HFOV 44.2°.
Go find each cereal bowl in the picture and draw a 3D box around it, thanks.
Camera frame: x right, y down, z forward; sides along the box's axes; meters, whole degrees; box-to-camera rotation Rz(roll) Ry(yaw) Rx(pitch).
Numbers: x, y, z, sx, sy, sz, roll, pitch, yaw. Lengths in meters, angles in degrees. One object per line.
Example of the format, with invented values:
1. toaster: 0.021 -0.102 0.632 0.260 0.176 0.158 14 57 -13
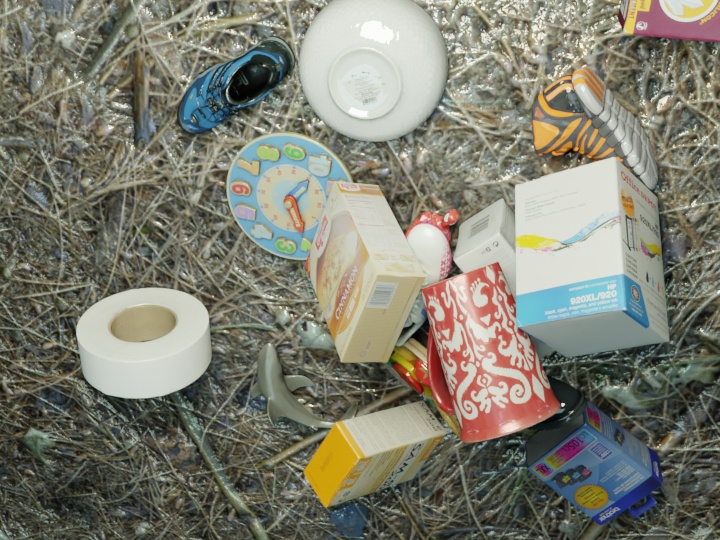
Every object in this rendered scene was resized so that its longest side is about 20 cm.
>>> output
1. cereal bowl: 0.012 -0.256 1.152 0.198 0.083 0.201 5 120 8

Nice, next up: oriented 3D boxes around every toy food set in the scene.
1. toy food set: 0.098 0.166 1.334 0.049 0.198 0.200 -45 136 -9

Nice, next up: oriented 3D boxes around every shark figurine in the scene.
1. shark figurine: -0.110 0.231 1.459 0.214 0.090 0.128 40 121 -10

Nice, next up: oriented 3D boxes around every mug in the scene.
1. mug: 0.140 0.107 1.139 0.177 0.133 0.201 -20 88 26

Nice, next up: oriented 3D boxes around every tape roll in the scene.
1. tape roll: -0.331 0.107 1.365 0.201 0.203 0.071 6 121 8

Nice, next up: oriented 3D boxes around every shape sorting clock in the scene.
1. shape sorting clock: -0.101 -0.104 1.288 0.198 0.039 0.201 5 120 9

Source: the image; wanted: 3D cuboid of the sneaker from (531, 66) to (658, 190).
1. sneaker: 0.298 -0.168 1.158 0.112 0.078 0.200 -26 117 39

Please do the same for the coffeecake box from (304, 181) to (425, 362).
1. coffeecake box: 0.000 0.000 1.204 0.073 0.201 0.154 3 128 -24

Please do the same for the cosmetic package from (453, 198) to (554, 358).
1. cosmetic package: 0.223 0.013 1.248 0.081 0.113 0.200 -31 108 26

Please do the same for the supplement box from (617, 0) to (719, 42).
1. supplement box: 0.410 -0.328 1.025 0.198 0.086 0.111 7 121 7

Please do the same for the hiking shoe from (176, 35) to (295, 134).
1. hiking shoe: -0.181 -0.244 1.195 0.199 0.087 0.075 -31 110 26

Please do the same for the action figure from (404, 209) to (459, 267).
1. action figure: 0.065 -0.013 1.276 0.065 0.099 0.200 41 117 -17

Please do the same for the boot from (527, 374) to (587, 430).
1. boot: 0.199 0.130 1.229 0.200 0.076 0.169 1 129 55

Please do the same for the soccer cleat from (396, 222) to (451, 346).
1. soccer cleat: 0.074 0.026 1.204 0.069 0.087 0.201 22 139 10

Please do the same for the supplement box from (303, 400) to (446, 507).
1. supplement box: 0.025 0.287 1.400 0.074 0.199 0.126 51 127 30

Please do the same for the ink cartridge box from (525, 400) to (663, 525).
1. ink cartridge box: 0.381 0.313 1.411 0.200 0.077 0.137 36 120 -12

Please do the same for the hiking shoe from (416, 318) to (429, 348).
1. hiking shoe: 0.137 0.084 1.327 0.200 0.076 0.101 44 122 -13

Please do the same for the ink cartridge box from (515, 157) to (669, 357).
1. ink cartridge box: 0.292 -0.013 1.127 0.144 0.201 0.147 -14 153 36
